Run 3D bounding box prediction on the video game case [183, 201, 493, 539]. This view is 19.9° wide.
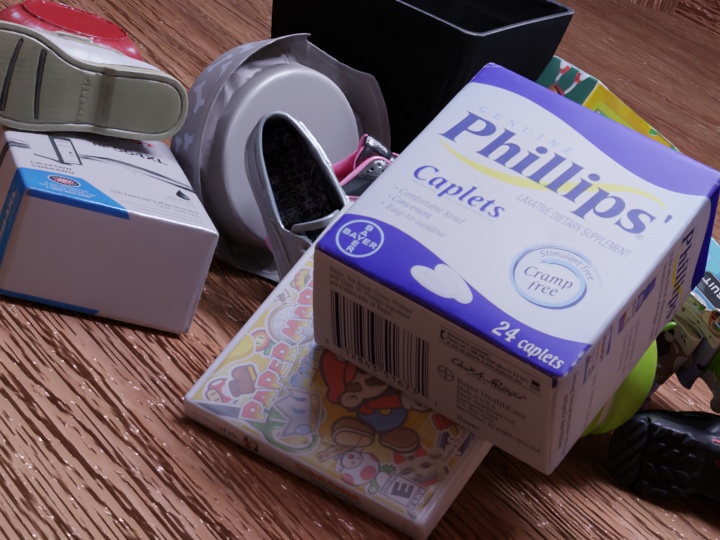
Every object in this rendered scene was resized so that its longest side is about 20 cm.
[{"bbox_3d":[0.015,0.058,1.323,0.181,0.023,0.200,26,56,21],"label":"video game case"}]

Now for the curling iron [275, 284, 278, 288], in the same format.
[{"bbox_3d":[0.000,0.000,1.590,0.049,0.026,0.200,33,40,22],"label":"curling iron"}]

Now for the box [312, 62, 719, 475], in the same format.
[{"bbox_3d":[0.099,-0.007,1.295,0.183,0.105,0.200,28,56,22],"label":"box"}]

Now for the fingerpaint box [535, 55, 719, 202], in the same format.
[{"bbox_3d":[0.192,-0.059,1.756,0.200,0.167,0.073,32,4,-39],"label":"fingerpaint box"}]

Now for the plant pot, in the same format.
[{"bbox_3d":[0.035,-0.167,1.755,0.199,0.179,0.200,26,23,23],"label":"plant pot"}]

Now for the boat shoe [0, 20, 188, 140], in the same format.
[{"bbox_3d":[-0.230,-0.140,1.519,0.199,0.075,0.068,16,8,-29],"label":"boat shoe"}]

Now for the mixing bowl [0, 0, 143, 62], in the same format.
[{"bbox_3d":[-0.263,-0.169,1.797,0.199,0.109,0.200,19,17,-6],"label":"mixing bowl"}]

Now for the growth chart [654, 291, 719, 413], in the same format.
[{"bbox_3d":[0.198,0.030,1.496,0.199,0.145,0.018,32,63,20],"label":"growth chart"}]

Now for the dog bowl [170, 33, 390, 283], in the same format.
[{"bbox_3d":[-0.067,-0.091,1.632,0.199,0.202,0.058,4,7,-44],"label":"dog bowl"}]

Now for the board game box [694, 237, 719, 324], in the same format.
[{"bbox_3d":[0.289,0.062,1.554,0.200,0.047,0.151,53,-6,29],"label":"board game box"}]

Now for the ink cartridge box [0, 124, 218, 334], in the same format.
[{"bbox_3d":[-0.199,-0.041,1.492,0.145,0.085,0.200,12,18,-22],"label":"ink cartridge box"}]

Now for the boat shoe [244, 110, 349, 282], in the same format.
[{"bbox_3d":[-0.034,-0.024,1.495,0.070,0.202,0.072,-22,-13,-8],"label":"boat shoe"}]

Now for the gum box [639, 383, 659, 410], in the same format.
[{"bbox_3d":[0.144,0.045,1.644,0.199,0.067,0.114,16,15,-11],"label":"gum box"}]

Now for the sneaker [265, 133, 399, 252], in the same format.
[{"bbox_3d":[0.025,-0.057,1.577,0.198,0.096,0.079,-3,19,-6],"label":"sneaker"}]

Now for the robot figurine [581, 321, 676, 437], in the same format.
[{"bbox_3d":[0.118,0.061,1.436,0.198,0.176,0.116,-2,63,-18],"label":"robot figurine"}]

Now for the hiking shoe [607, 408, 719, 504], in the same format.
[{"bbox_3d":[0.279,0.139,1.480,0.199,0.076,0.101,20,19,6],"label":"hiking shoe"}]
